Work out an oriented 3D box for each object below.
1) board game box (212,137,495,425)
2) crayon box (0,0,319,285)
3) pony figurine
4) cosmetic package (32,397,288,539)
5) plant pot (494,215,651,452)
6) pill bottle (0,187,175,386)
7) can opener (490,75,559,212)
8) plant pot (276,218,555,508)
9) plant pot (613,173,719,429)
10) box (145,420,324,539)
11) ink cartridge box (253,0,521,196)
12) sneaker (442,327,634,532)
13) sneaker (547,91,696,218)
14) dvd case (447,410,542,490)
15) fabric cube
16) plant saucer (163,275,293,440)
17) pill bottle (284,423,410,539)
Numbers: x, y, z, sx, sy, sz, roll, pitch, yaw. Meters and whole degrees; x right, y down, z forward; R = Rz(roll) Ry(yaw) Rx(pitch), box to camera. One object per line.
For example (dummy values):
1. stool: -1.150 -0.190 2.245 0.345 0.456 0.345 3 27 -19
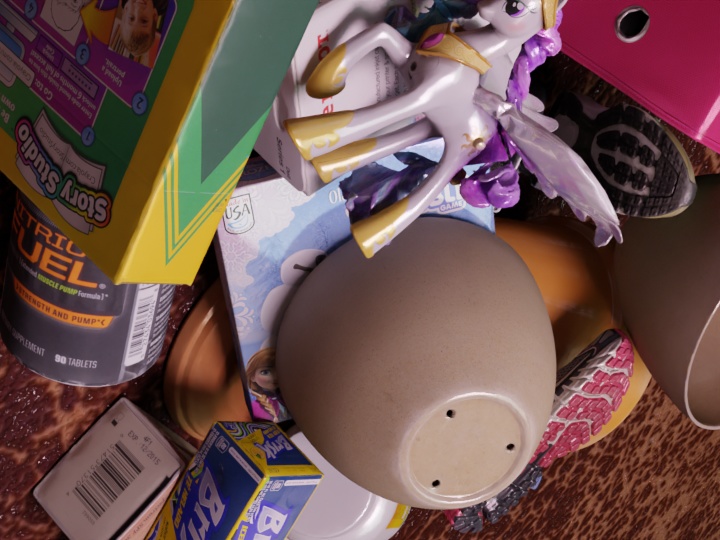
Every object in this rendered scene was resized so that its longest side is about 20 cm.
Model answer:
1. board game box: 0.000 0.000 1.072 0.198 0.043 0.200 -15 122 -10
2. crayon box: -0.128 -0.119 0.750 0.058 0.200 0.173 -3 126 -50
3. pony figurine: 0.067 -0.096 0.928 0.199 0.167 0.193 -31 136 2
4. cosmetic package: -0.148 0.190 1.158 0.103 0.087 0.200 -48 149 -3
5. plant pot: 0.119 0.036 1.255 0.182 0.200 0.201 21 107 -40
6. pill bottle: -0.154 -0.038 0.895 0.106 0.106 0.201 -17 135 -41
7. can opener: 0.126 -0.095 1.140 0.200 0.066 0.053 -77 -169 -64
8. plant pot: 0.052 0.084 1.027 0.198 0.135 0.202 -7 121 -12
9. plant pot: 0.276 0.002 1.166 0.199 0.134 0.201 -27 138 -27
10. box: -0.111 0.206 1.077 0.070 0.064 0.201 8 117 -53
11. ink cartridge box: 0.011 -0.165 0.986 0.199 0.084 0.145 -34 145 -24
12. sneaker: 0.129 0.113 1.165 0.200 0.075 0.081 -41 148 5
13. sneaker: 0.213 -0.088 1.134 0.088 0.200 0.078 10 107 -22
14. dvd case: 0.072 0.137 1.327 0.018 0.142 0.200 -61 150 -9
15. fabric cube: 0.282 -0.212 1.170 0.199 0.196 0.200 13 113 -55
16. plant saucer: -0.064 0.058 1.174 0.199 0.037 0.201 -32 145 -26
17. pill bottle: -0.019 0.176 1.229 0.113 0.113 0.200 -48 169 -1
